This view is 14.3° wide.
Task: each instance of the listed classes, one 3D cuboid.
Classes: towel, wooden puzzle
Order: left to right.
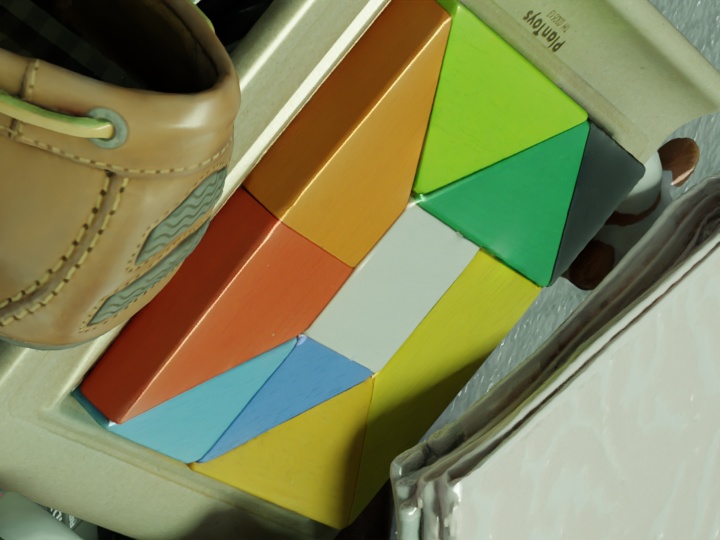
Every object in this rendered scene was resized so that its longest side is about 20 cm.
[{"bbox_3d":[0.000,0.000,0.731,0.200,0.037,0.185,-46,151,7],"label":"wooden puzzle"},{"bbox_3d":[0.070,0.096,0.839,0.191,0.032,0.201,-37,134,-46],"label":"towel"}]

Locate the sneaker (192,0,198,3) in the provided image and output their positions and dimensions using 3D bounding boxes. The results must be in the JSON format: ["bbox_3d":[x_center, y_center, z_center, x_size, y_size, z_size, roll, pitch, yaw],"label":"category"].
[{"bbox_3d":[-0.074,-0.061,0.581,0.200,0.067,0.090,-39,150,-24],"label":"sneaker"}]

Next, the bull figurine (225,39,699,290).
[{"bbox_3d":[0.026,-0.053,0.837,0.065,0.121,0.200,-63,155,-7],"label":"bull figurine"}]

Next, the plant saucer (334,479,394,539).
[{"bbox_3d":[-0.048,0.133,0.926,0.201,0.036,0.201,-56,158,-37],"label":"plant saucer"}]

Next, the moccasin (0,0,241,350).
[{"bbox_3d":[-0.104,-0.071,0.474,0.074,0.201,0.078,-35,161,-42],"label":"moccasin"}]

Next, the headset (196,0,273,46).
[{"bbox_3d":[-0.037,-0.108,0.699,0.200,0.094,0.124,-39,145,-27],"label":"headset"}]

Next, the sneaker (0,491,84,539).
[{"bbox_3d":[-0.099,0.150,0.710,0.095,0.079,0.201,-24,131,-41],"label":"sneaker"}]

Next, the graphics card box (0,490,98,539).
[{"bbox_3d":[-0.143,0.133,0.740,0.200,0.051,0.126,-45,146,-42],"label":"graphics card box"}]
